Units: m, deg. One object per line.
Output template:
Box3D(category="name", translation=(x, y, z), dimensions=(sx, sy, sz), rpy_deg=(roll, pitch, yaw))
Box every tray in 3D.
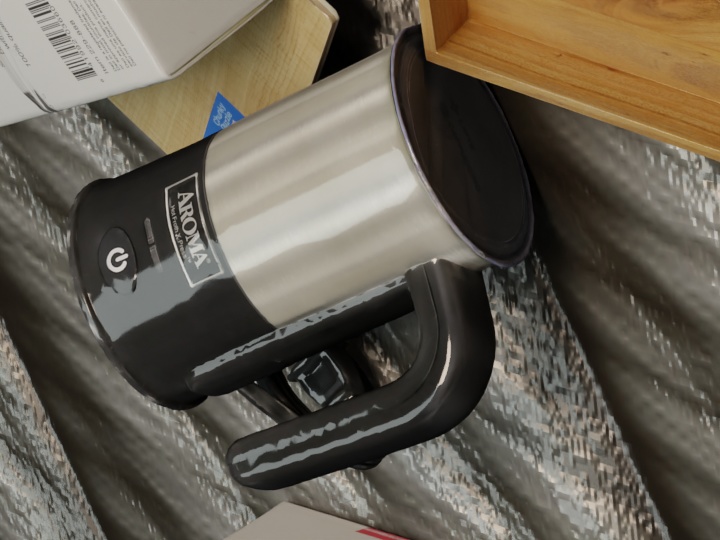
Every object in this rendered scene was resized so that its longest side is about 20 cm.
Box3D(category="tray", translation=(0.113, -0.108, 1.267), dimensions=(0.199, 0.037, 0.099), rpy_deg=(21, 139, 30))

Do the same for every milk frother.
Box3D(category="milk frother", translation=(0.000, 0.000, 1.423), dimensions=(0.187, 0.200, 0.181), rpy_deg=(-23, 89, 26))

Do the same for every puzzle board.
Box3D(category="puzzle board", translation=(-0.081, -0.117, 1.456), dimensions=(0.151, 0.017, 0.200), rpy_deg=(43, 151, 12))

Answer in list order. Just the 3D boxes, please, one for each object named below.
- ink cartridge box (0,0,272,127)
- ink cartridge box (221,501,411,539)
Box3D(category="ink cartridge box", translation=(-0.147, -0.155, 1.398), dimensions=(0.200, 0.084, 0.146), rpy_deg=(-7, 119, 57))
Box3D(category="ink cartridge box", translation=(-0.004, 0.241, 1.590), dimensions=(0.145, 0.085, 0.201), rpy_deg=(12, 121, 44))
